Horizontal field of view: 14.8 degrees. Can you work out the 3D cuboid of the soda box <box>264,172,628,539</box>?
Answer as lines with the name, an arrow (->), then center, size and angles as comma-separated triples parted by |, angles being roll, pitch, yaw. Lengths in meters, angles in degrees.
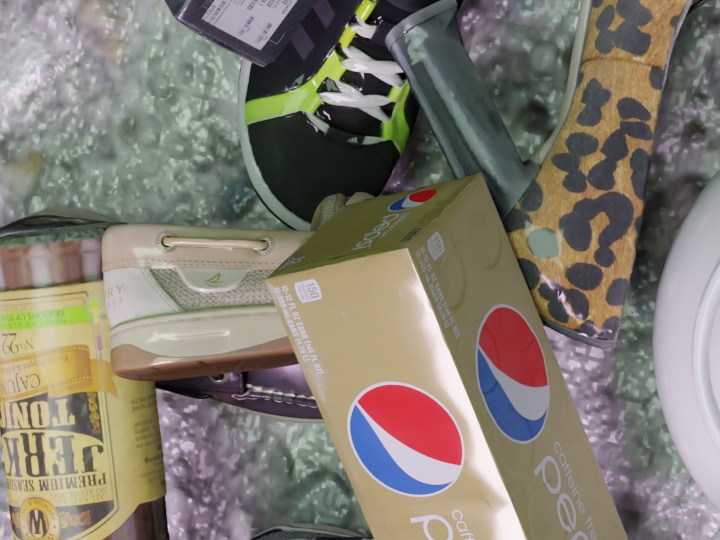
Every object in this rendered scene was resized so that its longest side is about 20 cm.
soda box -> 0.041, 0.072, 0.996 | 0.064, 0.068, 0.201 | -13, 108, 33

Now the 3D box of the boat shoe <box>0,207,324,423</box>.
boat shoe -> -0.070, 0.020, 1.135 | 0.199, 0.065, 0.072 | 17, 101, 21

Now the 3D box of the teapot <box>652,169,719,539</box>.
teapot -> 0.183, 0.032, 0.986 | 0.196, 0.146, 0.201 | -12, 91, 23

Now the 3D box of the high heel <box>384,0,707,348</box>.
high heel -> 0.125, -0.066, 1.024 | 0.199, 0.071, 0.143 | -26, 77, -3

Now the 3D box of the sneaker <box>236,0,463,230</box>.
sneaker -> 0.003, -0.106, 1.072 | 0.071, 0.083, 0.201 | 11, 101, -15

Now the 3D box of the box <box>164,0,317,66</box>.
box -> -0.019, -0.200, 1.058 | 0.200, 0.051, 0.158 | -53, 36, 17

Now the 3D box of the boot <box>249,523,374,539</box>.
boot -> 0.027, 0.144, 1.090 | 0.199, 0.090, 0.073 | 3, 96, 23

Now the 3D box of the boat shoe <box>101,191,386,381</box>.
boat shoe -> 0.000, 0.000, 1.064 | 0.199, 0.072, 0.065 | -6, 81, -11

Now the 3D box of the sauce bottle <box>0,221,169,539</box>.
sauce bottle -> -0.107, 0.083, 1.086 | 0.064, 0.065, 0.201 | -7, 92, 23
